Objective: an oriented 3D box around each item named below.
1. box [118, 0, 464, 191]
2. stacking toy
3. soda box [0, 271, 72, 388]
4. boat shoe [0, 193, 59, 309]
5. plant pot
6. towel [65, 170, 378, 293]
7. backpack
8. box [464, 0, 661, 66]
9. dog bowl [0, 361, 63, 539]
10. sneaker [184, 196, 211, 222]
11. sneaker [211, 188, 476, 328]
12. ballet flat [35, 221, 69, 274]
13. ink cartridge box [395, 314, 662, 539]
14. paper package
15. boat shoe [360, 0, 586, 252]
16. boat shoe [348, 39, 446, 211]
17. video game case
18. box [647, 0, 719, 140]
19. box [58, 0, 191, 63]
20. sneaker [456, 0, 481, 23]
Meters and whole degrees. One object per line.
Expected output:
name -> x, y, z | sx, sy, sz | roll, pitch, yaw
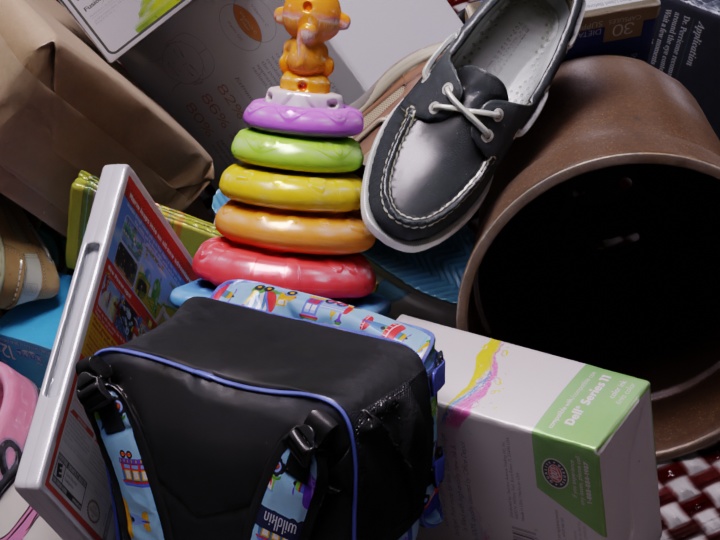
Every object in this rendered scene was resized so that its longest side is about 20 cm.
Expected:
box -> -0.043, -0.144, 1.451 | 0.200, 0.153, 0.106 | -22, 18, 51
stacking toy -> -0.037, -0.065, 1.231 | 0.115, 0.202, 0.110 | 7, 9, 14
soda box -> -0.130, 0.063, 1.343 | 0.199, 0.064, 0.068 | 14, 44, 30
boat shoe -> -0.247, -0.034, 1.415 | 0.076, 0.072, 0.200 | 5, 33, -29
plant pot -> 0.150, -0.023, 1.286 | 0.199, 0.201, 0.199 | -9, 30, 4
towel -> -0.089, 0.002, 1.337 | 0.199, 0.086, 0.018 | 20, 51, 4
backpack -> -0.045, 0.127, 1.142 | 0.182, 0.201, 0.134 | 11, 26, 31
box -> 0.121, -0.109, 1.400 | 0.120, 0.200, 0.033 | -11, 60, -9
dog bowl -> -0.245, 0.132, 1.220 | 0.199, 0.074, 0.201 | -26, 27, 14
sneaker -> -0.163, -0.076, 1.525 | 0.070, 0.076, 0.200 | -28, 40, -21
sneaker -> 0.000, 0.000, 1.383 | 0.199, 0.081, 0.077 | 18, 43, 16
ballet flat -> -0.289, -0.007, 1.489 | 0.198, 0.075, 0.074 | -2, 38, 10
ink cartridge box -> 0.063, 0.099, 1.199 | 0.199, 0.118, 0.067 | 15, 42, 30
paper package -> -0.221, -0.122, 1.396 | 0.104, 0.191, 0.200 | -47, 53, 3
boat shoe -> 0.064, -0.099, 1.219 | 0.075, 0.060, 0.201 | 29, 63, 0
boat shoe -> 0.024, -0.072, 1.311 | 0.199, 0.076, 0.072 | -30, 49, 19
video game case -> -0.132, 0.063, 1.199 | 0.017, 0.143, 0.201 | 0, 58, 21
box -> 0.257, -0.184, 1.480 | 0.199, 0.118, 0.197 | 23, 46, 13
box -> -0.135, -0.206, 1.435 | 0.116, 0.060, 0.200 | -37, 11, 4
sneaker -> 0.108, -0.157, 1.556 | 0.198, 0.079, 0.076 | -8, 37, 5
